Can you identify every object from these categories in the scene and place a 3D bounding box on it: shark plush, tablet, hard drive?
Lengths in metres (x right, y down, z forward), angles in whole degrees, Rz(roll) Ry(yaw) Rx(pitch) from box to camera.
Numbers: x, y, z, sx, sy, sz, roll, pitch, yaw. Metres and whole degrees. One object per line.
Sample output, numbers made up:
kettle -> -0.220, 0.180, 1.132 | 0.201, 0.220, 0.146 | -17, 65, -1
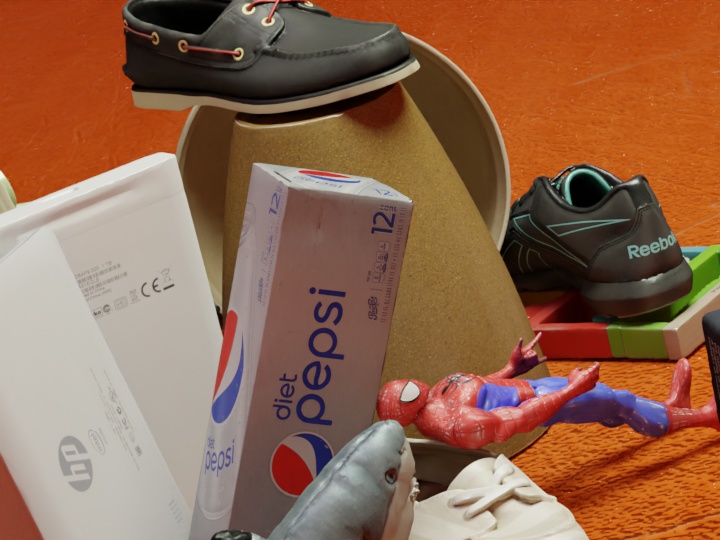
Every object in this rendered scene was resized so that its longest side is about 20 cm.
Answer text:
shark plush -> -0.054, 0.145, 1.300 | 0.199, 0.084, 0.091 | -23, 35, -21
tablet -> -0.135, 0.087, 1.375 | 0.014, 0.201, 0.130 | -20, 13, 25
hard drive -> -0.130, 0.055, 1.465 | 0.132, 0.201, 0.027 | -24, 19, -30

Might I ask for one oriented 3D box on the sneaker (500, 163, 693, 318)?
sneaker -> 0.126, -0.028, 1.664 | 0.075, 0.080, 0.200 | -25, 18, -26

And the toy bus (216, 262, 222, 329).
toy bus -> -0.175, 0.042, 1.749 | 0.199, 0.079, 0.065 | -5, 16, 26

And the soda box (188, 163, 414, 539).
soda box -> -0.031, 0.052, 1.388 | 0.068, 0.201, 0.063 | 6, 10, -20

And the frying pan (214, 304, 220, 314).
frying pan -> -0.170, 0.063, 1.508 | 0.189, 0.031, 0.115 | -23, 17, 10

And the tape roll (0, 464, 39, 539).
tape roll -> -0.238, 0.101, 1.410 | 0.202, 0.204, 0.037 | -8, 18, 19

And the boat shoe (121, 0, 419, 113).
boat shoe -> -0.055, -0.122, 1.529 | 0.201, 0.063, 0.074 | 5, 23, 43

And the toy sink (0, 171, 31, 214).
toy sink -> -0.233, 0.003, 1.523 | 0.200, 0.112, 0.130 | -32, 16, -19

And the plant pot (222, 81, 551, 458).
plant pot -> 0.000, 0.000, 1.543 | 0.185, 0.201, 0.186 | -11, 17, 4

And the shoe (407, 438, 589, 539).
shoe -> 0.039, 0.116, 1.390 | 0.070, 0.054, 0.200 | -25, 20, -31

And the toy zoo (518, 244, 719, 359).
toy zoo -> 0.136, 0.018, 1.681 | 0.199, 0.021, 0.131 | -1, 21, 37

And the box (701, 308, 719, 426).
box -> 0.279, 0.073, 1.230 | 0.199, 0.125, 0.197 | -16, 19, -7

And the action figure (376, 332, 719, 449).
action figure -> 0.095, 0.064, 1.423 | 0.199, 0.052, 0.065 | -4, 12, -30

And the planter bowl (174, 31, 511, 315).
planter bowl -> -0.016, -0.052, 1.707 | 0.199, 0.201, 0.135 | -15, 7, -3
